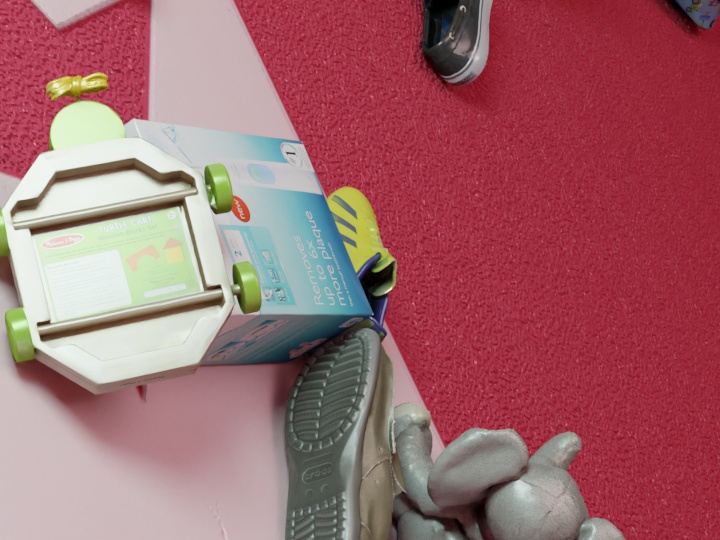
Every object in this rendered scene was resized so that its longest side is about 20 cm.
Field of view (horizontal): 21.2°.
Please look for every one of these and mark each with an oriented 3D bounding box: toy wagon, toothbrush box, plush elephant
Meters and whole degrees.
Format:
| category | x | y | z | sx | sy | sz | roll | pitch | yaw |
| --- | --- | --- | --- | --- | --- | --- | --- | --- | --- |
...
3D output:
| category | x | y | z | sx | sy | sz | roll | pitch | yaw |
| --- | --- | --- | --- | --- | --- | --- | --- | --- | --- |
| toy wagon | -0.154 | -0.026 | 1.198 | 0.155 | 0.040 | 0.200 | -11 | 72 | -15 |
| toothbrush box | -0.099 | -0.016 | 1.330 | 0.200 | 0.085 | 0.146 | 3 | 61 | -57 |
| plush elephant | 0.104 | 0.174 | 1.402 | 0.165 | 0.155 | 0.200 | 51 | 28 | -15 |

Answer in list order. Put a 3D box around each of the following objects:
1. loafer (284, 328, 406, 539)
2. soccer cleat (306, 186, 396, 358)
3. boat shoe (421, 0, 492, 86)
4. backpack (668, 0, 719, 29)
| category | x | y | z | sx | sy | sz | roll | pitch | yaw |
| --- | --- | --- | --- | --- | --- | --- | --- | --- | --- |
| loafer | -0.009 | 0.135 | 1.345 | 0.070 | 0.075 | 0.200 | 41 | 47 | -43 |
| soccer cleat | 0.001 | 0.001 | 1.478 | 0.065 | 0.084 | 0.200 | 44 | 31 | -26 |
| boat shoe | 0.092 | -0.269 | 1.912 | 0.057 | 0.069 | 0.200 | 38 | 37 | -35 |
| backpack | 0.454 | -0.433 | 2.601 | 0.200 | 0.135 | 0.183 | 41 | 33 | -36 |
